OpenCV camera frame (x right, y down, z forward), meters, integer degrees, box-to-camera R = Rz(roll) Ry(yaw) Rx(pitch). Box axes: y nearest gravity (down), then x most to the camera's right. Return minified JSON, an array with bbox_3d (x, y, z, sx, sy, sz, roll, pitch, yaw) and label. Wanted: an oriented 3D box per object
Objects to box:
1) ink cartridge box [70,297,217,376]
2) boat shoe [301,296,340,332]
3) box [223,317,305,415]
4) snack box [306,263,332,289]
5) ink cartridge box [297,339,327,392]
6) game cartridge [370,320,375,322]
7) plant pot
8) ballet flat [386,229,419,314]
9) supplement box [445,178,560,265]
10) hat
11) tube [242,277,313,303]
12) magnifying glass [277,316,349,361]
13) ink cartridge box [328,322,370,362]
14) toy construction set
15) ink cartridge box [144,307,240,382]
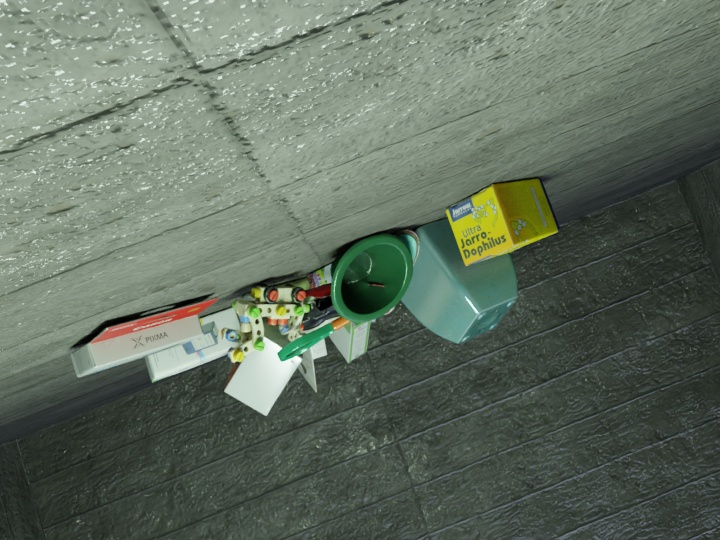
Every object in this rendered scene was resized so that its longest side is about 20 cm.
[{"bbox_3d":[-0.351,0.111,0.990,0.197,0.046,0.174,-16,173,-45],"label":"ink cartridge box"},{"bbox_3d":[-0.077,0.070,1.223,0.195,0.063,0.074,-17,-142,21],"label":"boat shoe"},{"bbox_3d":[-0.199,0.178,1.289,0.154,0.105,0.201,-56,-168,13],"label":"box"},{"bbox_3d":[0.000,0.000,1.267,0.140,0.054,0.198,-27,171,31],"label":"snack box"},{"bbox_3d":[-0.136,0.182,1.510,0.044,0.181,0.199,-14,-162,-19],"label":"ink cartridge box"},{"bbox_3d":[0.008,0.059,1.464,0.041,0.137,0.199,14,170,-18],"label":"game cartridge"},{"bbox_3d":[0.208,0.027,1.236,0.192,0.202,0.198,-17,150,-30],"label":"plant pot"},{"bbox_3d":[0.071,-0.005,1.184,0.071,0.068,0.204,-53,163,-56],"label":"ballet flat"},{"bbox_3d":[0.266,-0.092,1.102,0.108,0.112,0.197,-25,172,42],"label":"supplement box"},{"bbox_3d":[-0.025,-0.012,1.131,0.196,0.169,0.176,-23,-147,-20],"label":"hat"},{"bbox_3d":[-0.155,0.055,1.226,0.057,0.053,0.198,-23,175,38],"label":"tube"},{"bbox_3d":[-0.072,0.118,1.157,0.196,0.023,0.080,-28,167,-6],"label":"magnifying glass"},{"bbox_3d":[-0.029,0.110,1.369,0.058,0.104,0.202,-26,148,-22],"label":"ink cartridge box"},{"bbox_3d":[-0.162,0.092,1.103,0.090,0.135,0.198,10,-174,33],"label":"toy construction set"},{"bbox_3d":[-0.357,0.159,1.276,0.196,0.090,0.145,-17,174,-24],"label":"ink cartridge box"}]
